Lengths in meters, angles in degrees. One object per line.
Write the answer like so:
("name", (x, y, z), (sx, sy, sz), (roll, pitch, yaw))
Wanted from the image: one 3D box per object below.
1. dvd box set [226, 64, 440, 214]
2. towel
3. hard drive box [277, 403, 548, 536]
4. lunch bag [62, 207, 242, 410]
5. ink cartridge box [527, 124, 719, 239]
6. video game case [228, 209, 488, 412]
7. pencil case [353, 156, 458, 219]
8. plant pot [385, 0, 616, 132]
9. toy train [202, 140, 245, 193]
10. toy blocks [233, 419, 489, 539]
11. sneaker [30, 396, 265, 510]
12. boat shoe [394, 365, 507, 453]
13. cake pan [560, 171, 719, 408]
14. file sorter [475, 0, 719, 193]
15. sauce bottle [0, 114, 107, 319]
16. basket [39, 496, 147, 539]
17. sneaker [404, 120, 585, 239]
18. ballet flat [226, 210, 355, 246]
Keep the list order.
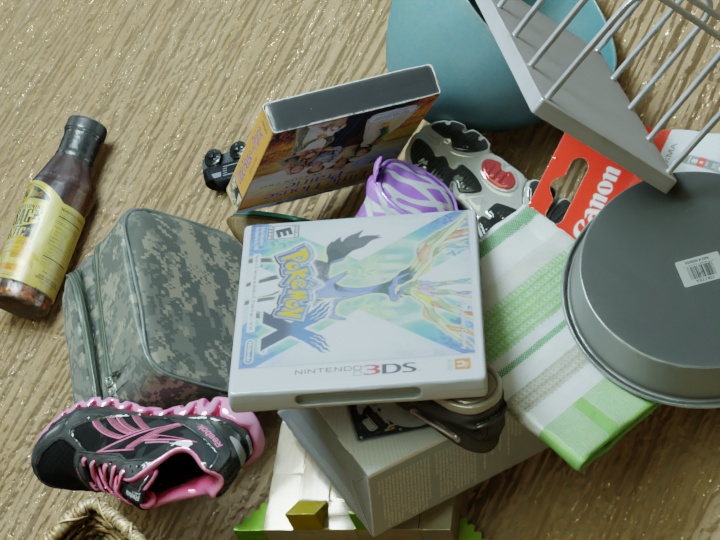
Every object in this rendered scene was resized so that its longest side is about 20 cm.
("dvd box set", (-0.027, -0.106, 1.534), (0.146, 0.200, 0.029), (-15, 77, -17))
("towel", (0.143, 0.049, 1.387), (0.149, 0.031, 0.200), (-36, 60, -21))
("hard drive box", (0.053, 0.091, 1.426), (0.200, 0.077, 0.156), (-25, 48, -20))
("lunch bag", (-0.183, 0.073, 1.594), (0.168, 0.139, 0.200), (-45, 45, 36))
("ink cartridge box", (0.232, -0.042, 1.447), (0.200, 0.050, 0.162), (25, 76, 14))
("video game case", (-0.001, 0.026, 1.360), (0.182, 0.022, 0.200), (-4, 37, 4))
("pencil case", (0.000, 0.000, 1.516), (0.200, 0.085, 0.084), (-53, 9, 30))
("plant pot", (0.100, -0.195, 1.568), (0.135, 0.200, 0.200), (-41, 48, 35))
("toy train", (-0.056, -0.108, 1.685), (0.200, 0.034, 0.046), (-14, 62, 22))
("toy blocks", (0.010, 0.159, 1.474), (0.200, 0.100, 0.137), (-2, 54, 16))
("sneaker", (-0.179, 0.153, 1.464), (0.200, 0.079, 0.095), (-8, 30, 19))
("boat shoe", (0.028, 0.072, 1.363), (0.067, 0.057, 0.200), (-32, 45, -29))
("cake pan", (0.248, 0.007, 1.362), (0.200, 0.037, 0.200), (-3, 57, 4))
("file sorter", (0.191, -0.184, 1.394), (0.125, 0.139, 0.200), (-50, 31, 23))
("sauce bottle", (-0.296, -0.054, 1.767), (0.066, 0.066, 0.200), (4, 65, 30))
("basket", (-0.209, 0.301, 1.441), (0.143, 0.149, 0.200), (-24, 45, -31))
("sneaker", (0.120, -0.044, 1.534), (0.081, 0.083, 0.200), (-39, 68, -9))
("ballet flat", (-0.034, -0.015, 1.610), (0.200, 0.068, 0.072), (2, 80, 25))
